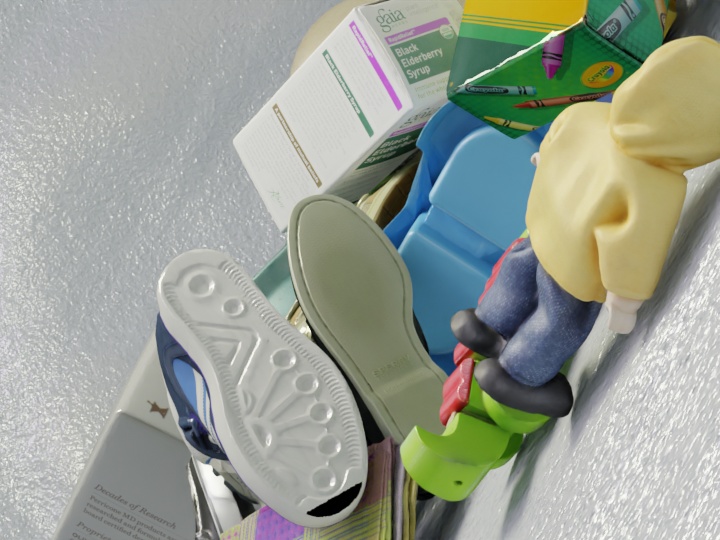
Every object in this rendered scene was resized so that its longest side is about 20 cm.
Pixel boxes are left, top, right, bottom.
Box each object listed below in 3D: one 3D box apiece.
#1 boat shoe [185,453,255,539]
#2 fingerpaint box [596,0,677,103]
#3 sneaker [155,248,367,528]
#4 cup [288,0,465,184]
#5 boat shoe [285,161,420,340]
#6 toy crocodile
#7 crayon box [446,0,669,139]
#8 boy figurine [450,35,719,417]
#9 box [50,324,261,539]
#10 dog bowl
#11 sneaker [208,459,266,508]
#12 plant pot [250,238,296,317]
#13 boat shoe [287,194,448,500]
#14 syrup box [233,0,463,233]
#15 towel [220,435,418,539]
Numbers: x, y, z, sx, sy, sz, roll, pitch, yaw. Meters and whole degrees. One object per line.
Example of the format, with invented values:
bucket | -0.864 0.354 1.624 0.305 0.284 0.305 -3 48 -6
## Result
boat shoe | -0.086 0.203 1.371 0.069 0.057 0.200 63 -174 -60
fingerpaint box | 0.128 -0.118 1.376 0.200 0.073 0.167 -62 4 21
sneaker | -0.057 0.094 1.261 0.080 0.200 0.147 -27 -29 -16
cup | 0.068 -0.128 1.561 0.143 0.200 0.200 -18 42 56
boat shoe | 0.001 0.002 1.384 0.063 0.073 0.201 -9 38 37
toy crocodile | 0.078 0.037 1.111 0.200 0.062 0.068 -65 5 -31
crayon box | 0.124 -0.186 1.212 0.119 0.058 0.200 -25 44 49
boy figurine | 0.115 -0.031 1.003 0.200 0.064 0.124 -59 33 24
box | -0.106 0.150 1.676 0.171 0.200 0.199 -62 3 35
dog bowl | 0.070 -0.021 1.292 0.200 0.111 0.050 -62 -12 21
sneaker | -0.040 0.117 1.360 0.086 0.200 0.078 -47 -24 11
plant pot | -0.035 0.055 1.481 0.200 0.134 0.200 -45 3 3
boat shoe | 0.006 0.049 1.261 0.074 0.200 0.066 -22 -23 -27
syrup box | 0.000 -0.108 1.432 0.079 0.082 0.200 -23 -9 -36
towel | -0.030 0.189 1.223 0.200 0.023 0.144 -34 44 49
